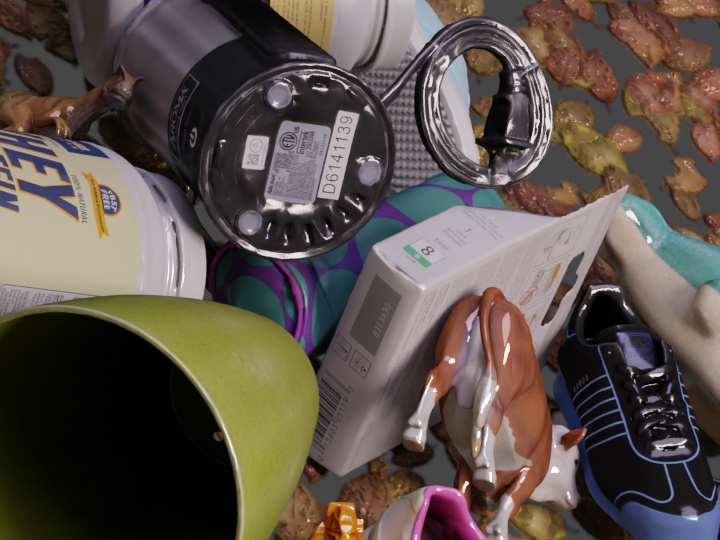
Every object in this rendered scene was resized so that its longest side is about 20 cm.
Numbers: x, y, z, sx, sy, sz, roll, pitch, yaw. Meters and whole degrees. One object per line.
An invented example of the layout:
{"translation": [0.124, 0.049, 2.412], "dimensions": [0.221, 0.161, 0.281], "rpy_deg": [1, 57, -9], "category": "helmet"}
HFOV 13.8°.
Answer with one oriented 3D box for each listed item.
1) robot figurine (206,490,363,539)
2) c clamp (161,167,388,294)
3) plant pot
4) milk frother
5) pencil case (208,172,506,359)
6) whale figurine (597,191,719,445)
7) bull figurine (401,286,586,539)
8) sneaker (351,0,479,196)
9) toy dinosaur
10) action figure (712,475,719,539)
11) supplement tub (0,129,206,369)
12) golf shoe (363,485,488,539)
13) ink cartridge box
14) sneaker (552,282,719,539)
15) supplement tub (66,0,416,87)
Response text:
{"translation": [-0.043, 0.204, 1.596], "dimensions": [0.145, 0.058, 0.200], "rpy_deg": [5, 35, -8], "category": "robot figurine"}
{"translation": [-0.053, -0.047, 1.883], "dimensions": [0.200, 0.027, 0.171], "rpy_deg": [-26, 72, -45], "category": "c clamp"}
{"translation": [-0.105, 0.088, 1.569], "dimensions": [0.187, 0.187, 0.200], "rpy_deg": [41, 24, 10], "category": "plant pot"}
{"translation": [-0.017, -0.101, 1.750], "dimensions": [0.200, 0.181, 0.188], "rpy_deg": [25, 10, -27], "category": "milk frother"}
{"translation": [0.000, 0.000, 1.800], "dimensions": [0.200, 0.092, 0.085], "rpy_deg": [-18, 94, -45], "category": "pencil case"}
{"translation": [0.230, 0.025, 1.882], "dimensions": [0.104, 0.159, 0.200], "rpy_deg": [-36, 76, -8], "category": "whale figurine"}
{"translation": [0.079, 0.098, 1.738], "dimensions": [0.065, 0.200, 0.122], "rpy_deg": [5, 53, 24], "category": "bull figurine"}
{"translation": [0.051, -0.110, 1.967], "dimensions": [0.082, 0.074, 0.200], "rpy_deg": [10, 54, -45], "category": "sneaker"}
{"translation": [-0.209, -0.083, 1.782], "dimensions": [0.060, 0.200, 0.106], "rpy_deg": [43, 55, -50], "category": "toy dinosaur"}
{"translation": [0.273, 0.191, 1.794], "dimensions": [0.200, 0.105, 0.194], "rpy_deg": [33, 52, 6], "category": "action figure"}
{"translation": [-0.200, -0.006, 1.648], "dimensions": [0.200, 0.145, 0.145], "rpy_deg": [7, 46, -43], "category": "supplement tub"}
{"translation": [0.065, 0.209, 1.659], "dimensions": [0.075, 0.092, 0.200], "rpy_deg": [-15, 61, -41], "category": "golf shoe"}
{"translation": [0.060, 0.024, 1.774], "dimensions": [0.050, 0.161, 0.200], "rpy_deg": [40, 42, 21], "category": "ink cartridge box"}
{"translation": [0.167, 0.086, 1.806], "dimensions": [0.070, 0.078, 0.200], "rpy_deg": [-4, 34, -19], "category": "sneaker"}
{"translation": [-0.077, -0.187, 1.883], "dimensions": [0.200, 0.145, 0.146], "rpy_deg": [-2, 51, -17], "category": "supplement tub"}
